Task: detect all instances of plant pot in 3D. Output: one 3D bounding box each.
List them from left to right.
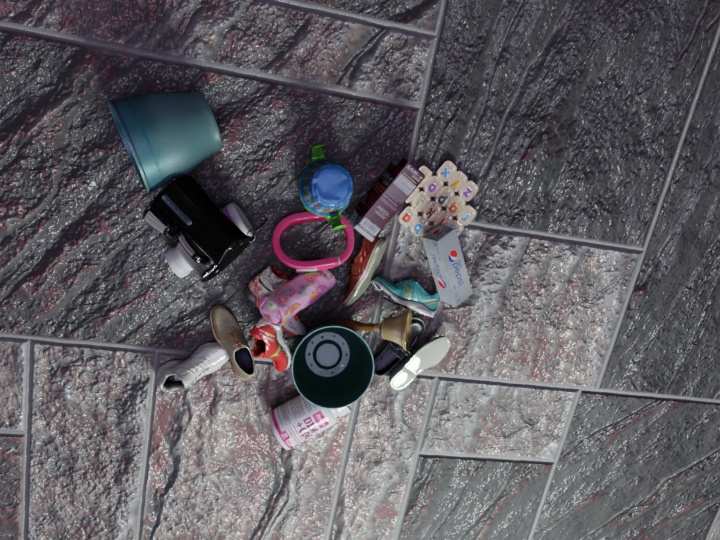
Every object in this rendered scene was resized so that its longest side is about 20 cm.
[{"bbox_3d":[-0.406,-0.292,1.335,0.187,0.200,0.201,-25,113,-17],"label":"plant pot"},{"bbox_3d":[-0.076,0.225,1.571,0.199,0.161,0.202,-1,95,-8],"label":"plant pot"}]

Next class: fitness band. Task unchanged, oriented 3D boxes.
[{"bbox_3d":[-0.113,-0.073,1.505,0.198,0.037,0.145,-8,75,-10],"label":"fitness band"}]

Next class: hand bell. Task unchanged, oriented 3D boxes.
[{"bbox_3d":[0.028,0.146,1.620,0.198,0.104,0.105,4,111,13],"label":"hand bell"}]

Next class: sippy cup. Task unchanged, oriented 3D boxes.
[{"bbox_3d":[-0.073,-0.193,1.443,0.178,0.130,0.140,40,87,-10],"label":"sippy cup"}]

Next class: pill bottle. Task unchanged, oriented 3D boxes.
[{"bbox_3d":[-0.353,-0.065,1.464,0.199,0.104,0.105,-32,112,1],"label":"pill bottle"},{"bbox_3d":[-0.133,0.378,1.661,0.199,0.113,0.114,-30,112,1],"label":"pill bottle"}]

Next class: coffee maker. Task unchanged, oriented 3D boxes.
[{"bbox_3d":[-0.337,-0.108,1.359,0.192,0.135,0.200,-43,91,-16],"label":"coffee maker"}]

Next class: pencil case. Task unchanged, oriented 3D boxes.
[{"bbox_3d":[-0.150,0.052,1.503,0.200,0.087,0.088,-37,119,-39],"label":"pencil case"}]

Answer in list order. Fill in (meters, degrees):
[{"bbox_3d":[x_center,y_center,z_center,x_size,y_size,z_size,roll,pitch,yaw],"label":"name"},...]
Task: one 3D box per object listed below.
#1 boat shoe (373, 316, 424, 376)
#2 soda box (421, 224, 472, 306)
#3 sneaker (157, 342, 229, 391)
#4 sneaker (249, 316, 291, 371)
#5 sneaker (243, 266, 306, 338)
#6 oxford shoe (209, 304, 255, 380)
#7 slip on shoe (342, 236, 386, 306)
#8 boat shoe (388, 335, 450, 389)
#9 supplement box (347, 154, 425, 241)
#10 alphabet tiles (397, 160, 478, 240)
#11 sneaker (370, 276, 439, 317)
[{"bbox_3d":[0.099,0.207,1.673,0.200,0.062,0.075,-44,110,5],"label":"boat shoe"},{"bbox_3d":[0.222,-0.013,1.595,0.068,0.063,0.201,-34,121,-24],"label":"soda box"},{"bbox_3d":[-0.416,0.253,1.569,0.199,0.099,0.078,-27,112,0],"label":"sneaker"},{"bbox_3d":[-0.233,0.192,1.563,0.085,0.077,0.201,-42,143,-26],"label":"sneaker"},{"bbox_3d":[-0.185,0.078,1.568,0.201,0.067,0.108,42,100,-18],"label":"sneaker"},{"bbox_3d":[-0.309,0.174,1.550,0.071,0.074,0.201,-28,91,-28],"label":"oxford shoe"},{"bbox_3d":[0.000,0.000,1.584,0.061,0.074,0.201,30,111,16],"label":"slip on shoe"},{"bbox_3d":[0.153,0.237,1.692,0.200,0.062,0.073,-42,117,7],"label":"boat shoe"},{"bbox_3d":[0.059,-0.176,1.502,0.061,0.109,0.200,37,98,-20],"label":"supplement box"},{"bbox_3d":[0.195,-0.170,1.580,0.200,0.015,0.196,37,99,-20],"label":"alphabet tiles"},{"bbox_3d":[0.117,0.056,1.628,0.199,0.077,0.080,23,85,-22],"label":"sneaker"}]
